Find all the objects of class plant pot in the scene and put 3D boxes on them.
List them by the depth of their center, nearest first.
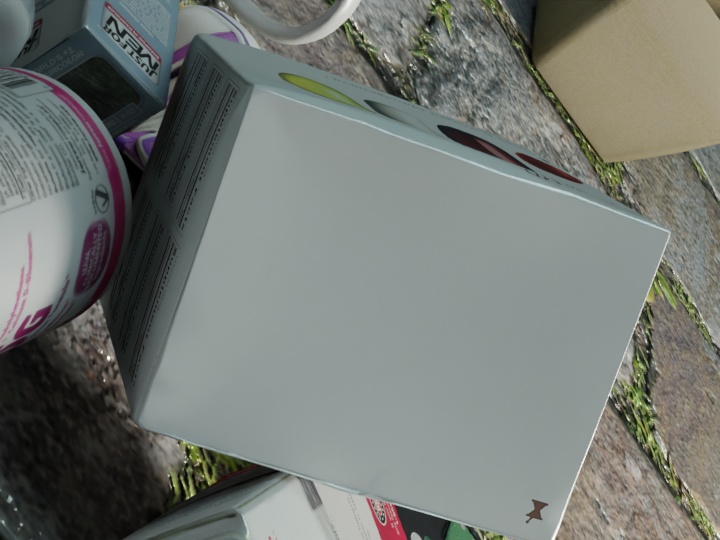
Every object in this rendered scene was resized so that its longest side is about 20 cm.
[{"bbox_3d":[0.272,-0.219,1.755,0.200,0.177,0.200,50,27,-24],"label":"plant pot"}]

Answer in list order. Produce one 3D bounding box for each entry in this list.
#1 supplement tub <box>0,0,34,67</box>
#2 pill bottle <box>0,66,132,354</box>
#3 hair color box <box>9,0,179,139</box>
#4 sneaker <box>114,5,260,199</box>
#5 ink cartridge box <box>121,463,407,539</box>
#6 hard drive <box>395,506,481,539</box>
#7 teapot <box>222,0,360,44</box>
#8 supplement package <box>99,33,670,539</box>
[{"bbox_3d":[-0.216,-0.176,0.790,0.122,0.122,0.201,20,47,-57],"label":"supplement tub"},{"bbox_3d":[-0.178,-0.010,0.697,0.114,0.113,0.200,61,24,-1],"label":"pill bottle"},{"bbox_3d":[-0.144,-0.137,0.923,0.061,0.099,0.201,46,28,-33],"label":"hair color box"},{"bbox_3d":[-0.098,-0.075,0.987,0.114,0.072,0.201,28,40,-47],"label":"sneaker"},{"bbox_3d":[-0.033,0.161,0.792,0.200,0.083,0.146,-17,88,-74],"label":"ink cartridge box"},{"bbox_3d":[0.034,0.179,1.017,0.200,0.038,0.140,55,25,-14],"label":"hard drive"},{"bbox_3d":[-0.067,-0.261,1.051,0.200,0.145,0.198,51,44,-43],"label":"teapot"},{"bbox_3d":[0.000,0.000,0.834,0.190,0.148,0.200,18,9,-15],"label":"supplement package"}]
